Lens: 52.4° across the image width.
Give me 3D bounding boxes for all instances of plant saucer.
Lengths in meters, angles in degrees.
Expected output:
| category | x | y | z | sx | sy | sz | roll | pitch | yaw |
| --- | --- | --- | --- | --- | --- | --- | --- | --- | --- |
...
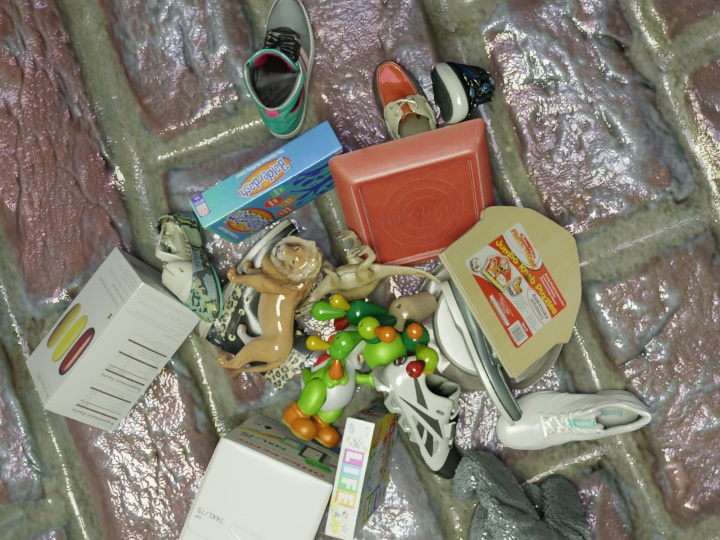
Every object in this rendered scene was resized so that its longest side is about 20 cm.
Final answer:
| category | x | y | z | sx | sy | sz | roll | pitch | yaw |
| --- | --- | --- | --- | --- | --- | --- | --- | --- | --- |
| plant saucer | 0.078 | -0.081 | 0.947 | 0.199 | 0.201 | 0.037 | -14 | 44 | 3 |

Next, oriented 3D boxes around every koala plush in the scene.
| category | x | y | z | sx | sy | sz | roll | pitch | yaw |
| --- | --- | --- | --- | --- | --- | --- | --- | --- | --- |
| koala plush | 0.179 | 0.371 | 0.927 | 0.177 | 0.184 | 0.201 | 21 | 111 | -10 |

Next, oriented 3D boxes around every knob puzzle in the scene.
| category | x | y | z | sx | sy | sz | roll | pitch | yaw |
| --- | --- | --- | --- | --- | --- | --- | --- | --- | --- |
| knob puzzle | 0.204 | 0.008 | 0.929 | 0.219 | 0.030 | 0.221 | 7 | 74 | -26 |

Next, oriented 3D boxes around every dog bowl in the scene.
| category | x | y | z | sx | sy | sz | roll | pitch | yaw |
| --- | --- | --- | --- | --- | --- | --- | --- | --- | --- |
| dog bowl | 0.170 | 0.069 | 0.989 | 0.199 | 0.059 | 0.201 | 0 | 88 | 4 |

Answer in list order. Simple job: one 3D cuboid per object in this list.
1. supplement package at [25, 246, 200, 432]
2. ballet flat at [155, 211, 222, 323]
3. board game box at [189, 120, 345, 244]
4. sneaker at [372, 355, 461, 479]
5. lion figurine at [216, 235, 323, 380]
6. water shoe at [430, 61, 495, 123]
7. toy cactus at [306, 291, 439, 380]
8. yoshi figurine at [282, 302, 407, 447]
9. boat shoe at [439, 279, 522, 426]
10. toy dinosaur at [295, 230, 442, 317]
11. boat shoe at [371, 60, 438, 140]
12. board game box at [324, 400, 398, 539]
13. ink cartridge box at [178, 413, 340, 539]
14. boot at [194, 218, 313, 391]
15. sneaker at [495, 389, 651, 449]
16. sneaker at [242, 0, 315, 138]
| category | x | y | z | sx | sy | sz | roll | pitch | yaw |
| --- | --- | --- | --- | --- | --- | --- | --- | --- | --- |
| supplement package | -0.328 | 0.092 | 0.975 | 0.200 | 0.109 | 0.114 | -52 | 45 | 0 |
| ballet flat | -0.235 | -0.007 | 0.970 | 0.074 | 0.074 | 0.200 | -31 | 45 | 2 |
| board game box | -0.110 | -0.110 | 0.969 | 0.199 | 0.152 | 0.045 | -29 | 83 | 3 |
| sneaker | 0.100 | 0.189 | 0.944 | 0.088 | 0.074 | 0.200 | -26 | 118 | 14 |
| lion figurine | -0.109 | 0.053 | 0.919 | 0.122 | 0.072 | 0.201 | 10 | 102 | 23 |
| water shoe | 0.134 | -0.239 | 0.937 | 0.078 | 0.200 | 0.072 | -10 | 111 | 5 |
| toy cactus | 0.035 | 0.075 | 0.902 | 0.199 | 0.165 | 0.103 | 9 | 114 | 45 |
| yoshi figurine | -0.008 | 0.143 | 0.980 | 0.112 | 0.112 | 0.201 | 32 | 87 | -11 |
| boat shoe | 0.165 | 0.096 | 0.924 | 0.062 | 0.073 | 0.201 | -24 | 80 | 3 |
| toy dinosaur | 0.000 | 0.000 | 0.958 | 0.199 | 0.058 | 0.101 | -16 | 131 | 3 |
| boat shoe | 0.069 | -0.202 | 1.007 | 0.071 | 0.063 | 0.201 | -22 | 85 | 5 |
| board game box | 0.009 | 0.242 | 0.919 | 0.034 | 0.200 | 0.135 | 11 | 89 | 13 |
| ink cartridge box | -0.115 | 0.288 | 0.927 | 0.146 | 0.200 | 0.147 | 22 | 89 | 4 |
| boot | -0.112 | 0.048 | 1.006 | 0.154 | 0.073 | 0.204 | 38 | 92 | 1 |
| sneaker | 0.279 | 0.195 | 0.960 | 0.199 | 0.088 | 0.076 | -11 | 88 | 4 |
| sneaker | -0.111 | -0.291 | 0.993 | 0.083 | 0.121 | 0.201 | 1 | 87 | 4 |
